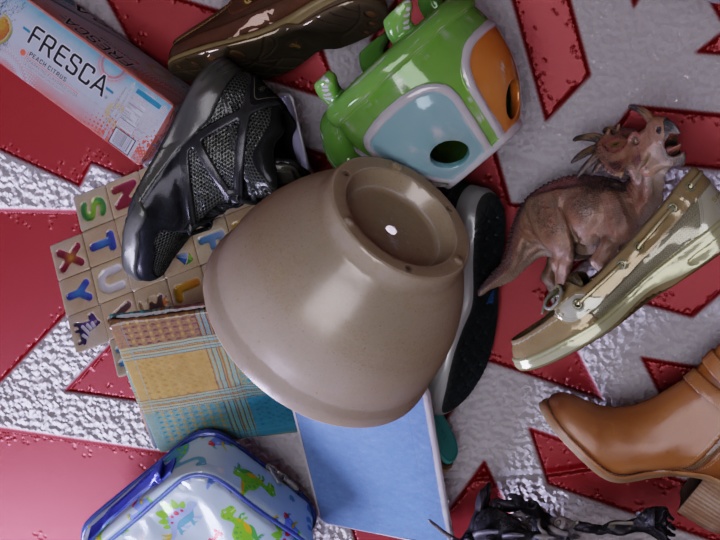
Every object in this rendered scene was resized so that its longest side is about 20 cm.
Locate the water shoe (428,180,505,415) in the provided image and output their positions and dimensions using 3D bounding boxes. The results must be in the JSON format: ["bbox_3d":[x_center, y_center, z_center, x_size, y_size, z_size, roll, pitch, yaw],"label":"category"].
[{"bbox_3d":[0.070,0.020,1.302,0.079,0.071,0.200,19,108,32],"label":"water shoe"}]

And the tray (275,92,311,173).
[{"bbox_3d":[-0.077,-0.049,1.323,0.107,0.022,0.200,-5,105,30],"label":"tray"}]

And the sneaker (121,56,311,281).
[{"bbox_3d":[-0.116,-0.061,1.257,0.114,0.076,0.200,33,104,10],"label":"sneaker"}]

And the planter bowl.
[{"bbox_3d":[0.000,0.000,1.176,0.200,0.200,0.135,39,128,0],"label":"planter bowl"}]

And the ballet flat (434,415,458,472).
[{"bbox_3d":[0.019,0.088,1.326,0.063,0.069,0.200,-16,100,31],"label":"ballet flat"}]

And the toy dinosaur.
[{"bbox_3d":[0.178,-0.049,1.239,0.200,0.086,0.136,-20,101,22],"label":"toy dinosaur"}]

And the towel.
[{"bbox_3d":[-0.121,0.086,1.305,0.146,0.022,0.200,-8,143,1],"label":"towel"}]

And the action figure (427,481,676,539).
[{"bbox_3d":[0.156,0.240,1.291,0.200,0.119,0.102,-5,139,28],"label":"action figure"}]

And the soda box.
[{"bbox_3d":[-0.233,-0.172,1.300,0.200,0.068,0.064,37,110,7],"label":"soda box"}]

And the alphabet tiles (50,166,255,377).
[{"bbox_3d":[-0.168,-0.008,1.314,0.200,0.006,0.167,-20,75,17],"label":"alphabet tiles"}]

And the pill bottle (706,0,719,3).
[{"bbox_3d":[0.264,-0.307,1.127,0.112,0.112,0.200,28,110,5],"label":"pill bottle"}]

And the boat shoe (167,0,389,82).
[{"bbox_3d":[-0.069,-0.206,1.267,0.200,0.072,0.068,-17,67,26],"label":"boat shoe"}]

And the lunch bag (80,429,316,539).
[{"bbox_3d":[-0.149,0.242,1.381,0.161,0.082,0.200,39,115,-20],"label":"lunch bag"}]

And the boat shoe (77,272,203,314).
[{"bbox_3d":[-0.148,0.036,1.337,0.200,0.060,0.076,1,103,23],"label":"boat shoe"}]

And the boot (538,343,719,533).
[{"bbox_3d":[0.262,0.109,1.270,0.200,0.074,0.155,27,112,-8],"label":"boot"}]

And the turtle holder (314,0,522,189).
[{"bbox_3d":[0.041,-0.125,1.215,0.185,0.141,0.132,-41,93,9],"label":"turtle holder"}]

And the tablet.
[{"bbox_3d":[0.009,0.159,1.324,0.130,0.014,0.200,7,132,21],"label":"tablet"}]

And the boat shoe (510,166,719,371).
[{"bbox_3d":[0.189,0.003,1.169,0.201,0.073,0.063,-36,90,20],"label":"boat shoe"}]
